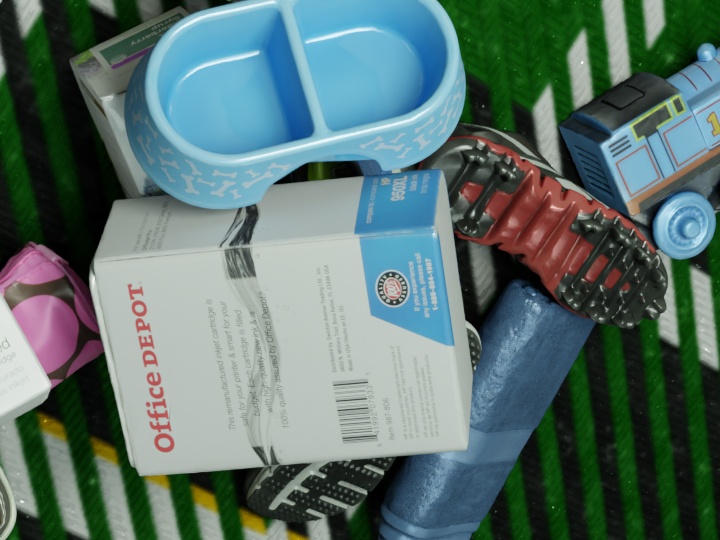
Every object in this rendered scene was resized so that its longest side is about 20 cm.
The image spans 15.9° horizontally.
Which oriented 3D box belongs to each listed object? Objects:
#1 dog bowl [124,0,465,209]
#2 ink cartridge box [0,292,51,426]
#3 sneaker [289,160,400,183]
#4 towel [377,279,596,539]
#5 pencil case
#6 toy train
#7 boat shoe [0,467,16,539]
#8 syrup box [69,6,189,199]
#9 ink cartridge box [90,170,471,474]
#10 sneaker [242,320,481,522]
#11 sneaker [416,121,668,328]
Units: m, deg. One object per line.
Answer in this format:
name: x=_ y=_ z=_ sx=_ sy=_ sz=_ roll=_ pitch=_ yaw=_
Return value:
dog bowl: x=-0.034 y=-0.106 z=1.447 sx=0.198 sy=0.050 sz=0.112 roll=-14 pitch=75 yaw=-11
ink cartridge box: x=-0.284 y=0.017 z=1.453 sx=0.144 sy=0.084 sz=0.201 roll=-29 pitch=88 yaw=-12
sneaker: x=0.000 y=0.000 z=1.580 sx=0.078 sy=0.089 sz=0.201 roll=-26 pitch=82 yaw=23
towel: x=0.080 y=0.096 z=1.709 sx=0.201 sy=0.048 sz=0.111 roll=-60 pitch=157 yaw=12
pencil case: x=-0.250 y=0.057 z=1.540 sx=0.199 sy=0.091 sz=0.094 roll=-32 pitch=124 yaw=-12
toy train: x=0.233 y=-0.092 z=1.704 sx=0.199 sy=0.087 sz=0.115 roll=-31 pitch=115 yaw=-10
boat shoe: x=-0.265 y=0.077 z=1.374 sx=0.201 sy=0.061 sz=0.072 roll=43 pitch=78 yaw=-3
syrup box: x=-0.099 y=-0.050 z=1.566 sx=0.078 sy=0.081 sz=0.201 roll=-26 pitch=119 yaw=-9
ink cartridge box: x=-0.043 y=0.030 z=1.490 sx=0.198 sy=0.084 sz=0.146 roll=-5 pitch=118 yaw=8
sneaker: x=-0.004 y=0.085 z=1.682 sx=0.200 sy=0.080 sz=0.074 roll=-44 pitch=132 yaw=17
sneaker: x=0.115 y=-0.036 z=1.657 sx=0.200 sy=0.098 sz=0.071 roll=31 pitch=106 yaw=-22
